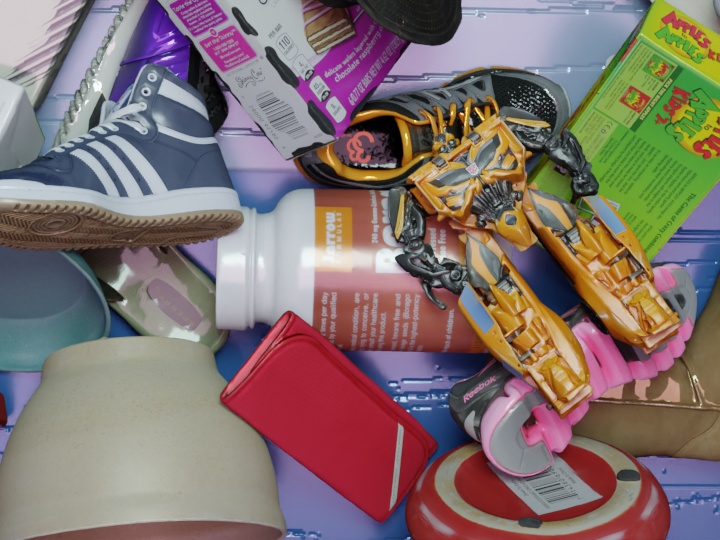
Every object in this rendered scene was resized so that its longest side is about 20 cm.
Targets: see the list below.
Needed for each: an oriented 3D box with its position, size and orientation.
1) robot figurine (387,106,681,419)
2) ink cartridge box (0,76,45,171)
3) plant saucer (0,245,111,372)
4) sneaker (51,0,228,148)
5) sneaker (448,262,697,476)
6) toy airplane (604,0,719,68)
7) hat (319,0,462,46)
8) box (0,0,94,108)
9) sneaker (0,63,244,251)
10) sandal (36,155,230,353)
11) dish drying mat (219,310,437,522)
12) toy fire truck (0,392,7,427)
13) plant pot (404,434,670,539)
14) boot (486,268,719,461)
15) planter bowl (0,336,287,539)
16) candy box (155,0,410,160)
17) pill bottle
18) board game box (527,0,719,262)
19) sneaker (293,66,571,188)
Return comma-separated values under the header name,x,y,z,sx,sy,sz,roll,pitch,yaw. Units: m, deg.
name,x,y,z,sx,sy,sz,roll,pitch,yaw
robot figurine,0.108,-0.014,1.158,0.145,0.058,0.200,-36,76,-4
ink cartridge box,-0.318,-0.114,1.188,0.199,0.117,0.068,23,77,3
plant saucer,-0.262,0.001,1.214,0.199,0.200,0.036,15,55,-5
sneaker,-0.129,-0.143,1.241,0.099,0.070,0.201,28,99,-14
sneaker,0.141,0.054,1.229,0.200,0.095,0.079,-35,116,-19
toy airplane,0.252,-0.168,1.217,0.199,0.141,0.201,4,88,14
hat,-0.010,-0.227,1.135,0.081,0.200,0.202,-18,101,32
box,-0.204,-0.213,1.216,0.068,0.082,0.201,27,97,-7
sneaker,-0.169,-0.074,1.140,0.199,0.070,0.109,0,70,-42
sandal,-0.173,-0.010,1.257,0.200,0.057,0.080,35,95,-7
dish drying mat,-0.016,0.105,1.241,0.077,0.018,0.200,-51,136,-5
toy fire truck,-0.337,0.092,1.198,0.167,0.200,0.113,-10,77,1
plant pot,0.116,0.221,1.220,0.199,0.201,0.184,-5,113,-3
boot,0.192,0.061,1.288,0.199,0.066,0.176,3,97,-2
planter bowl,-0.154,0.122,1.224,0.199,0.200,0.136,-5,74,-3
candy box,-0.060,-0.194,1.184,0.200,0.061,0.137,50,51,-19
pill bottle,0.000,0.000,1.242,0.199,0.112,0.113,1,98,-4
board game box,0.187,-0.079,1.211,0.101,0.048,0.200,31,136,-2
sneaker,0.052,-0.093,1.250,0.199,0.077,0.079,-13,97,-3
